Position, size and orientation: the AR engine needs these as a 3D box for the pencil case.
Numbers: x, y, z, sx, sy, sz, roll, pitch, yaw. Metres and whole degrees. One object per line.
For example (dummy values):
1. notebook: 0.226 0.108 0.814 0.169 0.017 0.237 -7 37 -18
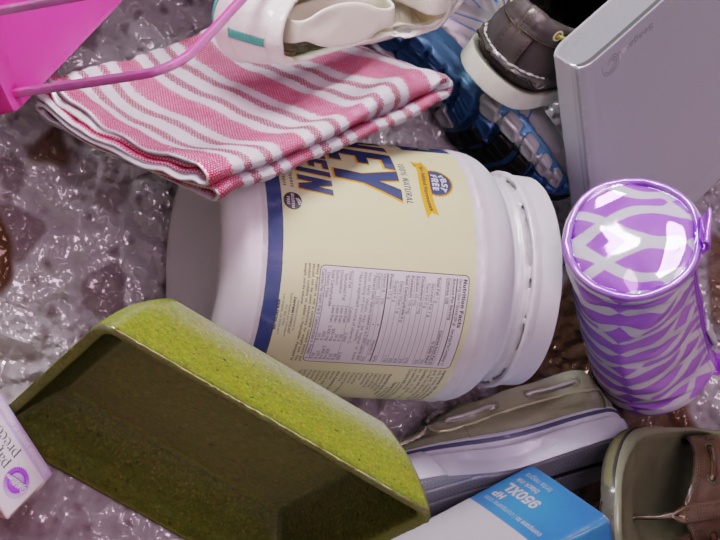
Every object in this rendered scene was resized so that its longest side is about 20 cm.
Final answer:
1. pencil case: 0.168 0.020 1.218 0.085 0.200 0.085 5 69 15

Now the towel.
1. towel: -0.062 -0.100 1.150 0.199 0.146 0.030 -26 130 -42

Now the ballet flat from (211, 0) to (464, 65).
1. ballet flat: 0.010 -0.152 1.167 0.199 0.069 0.070 -22 91 -33

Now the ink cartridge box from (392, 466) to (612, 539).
1. ink cartridge box: 0.050 0.224 1.180 0.199 0.084 0.145 -24 119 -21

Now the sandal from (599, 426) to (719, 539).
1. sandal: 0.204 0.130 1.249 0.200 0.057 0.080 -7 95 -49

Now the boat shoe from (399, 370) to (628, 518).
1. boat shoe: 0.064 0.112 1.244 0.199 0.072 0.062 -11 50 -20

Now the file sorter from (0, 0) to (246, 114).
1. file sorter: -0.147 -0.208 1.063 0.139 0.125 0.201 -56 132 -48

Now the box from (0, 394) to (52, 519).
1. box: -0.234 0.045 1.105 0.039 0.041 0.201 -46 122 -31

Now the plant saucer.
1. plant saucer: -0.079 0.088 1.121 0.199 0.200 0.048 31 60 -14

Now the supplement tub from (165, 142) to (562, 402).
1. supplement tub: 0.000 0.000 1.183 0.199 0.145 0.146 4 82 -20

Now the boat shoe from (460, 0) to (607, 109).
1. boat shoe: 0.134 -0.148 1.247 0.072 0.061 0.201 45 34 11

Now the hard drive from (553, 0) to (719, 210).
1. hard drive: 0.174 -0.096 1.249 0.132 0.201 0.026 -42 57 -20

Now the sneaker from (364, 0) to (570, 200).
1. sneaker: 0.074 -0.131 1.268 0.200 0.075 0.087 47 65 -10
